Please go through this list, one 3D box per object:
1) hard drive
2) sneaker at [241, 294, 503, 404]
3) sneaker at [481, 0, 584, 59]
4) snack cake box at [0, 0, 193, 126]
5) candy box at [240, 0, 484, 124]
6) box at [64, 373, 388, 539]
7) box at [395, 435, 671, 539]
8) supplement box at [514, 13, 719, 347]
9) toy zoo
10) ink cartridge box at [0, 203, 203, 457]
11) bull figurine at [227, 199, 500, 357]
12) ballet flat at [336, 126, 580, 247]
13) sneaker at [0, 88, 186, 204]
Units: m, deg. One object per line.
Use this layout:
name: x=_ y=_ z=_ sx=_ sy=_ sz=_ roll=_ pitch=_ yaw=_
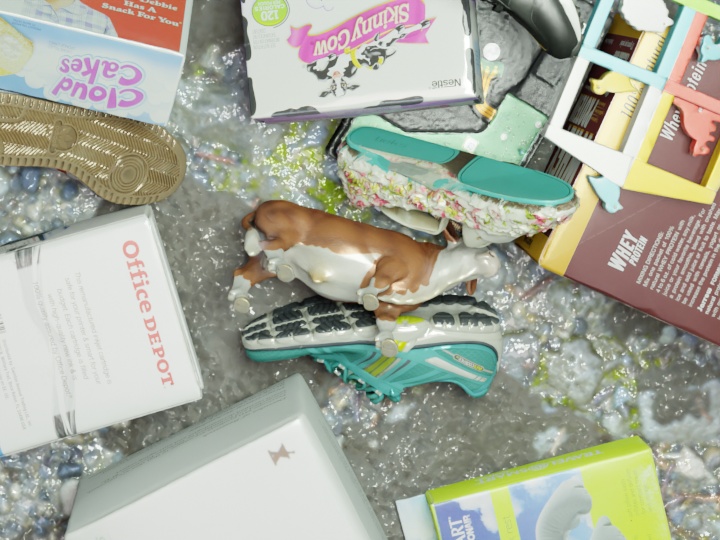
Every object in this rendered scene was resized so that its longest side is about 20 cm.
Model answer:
hard drive: x=0.081 y=-0.140 z=1.667 sx=0.140 sy=0.038 sz=0.200 roll=29 pitch=94 yaw=-7
sneaker: x=0.009 y=0.065 z=1.675 sx=0.200 sy=0.078 sz=0.080 roll=2 pitch=110 yaw=-3
sneaker: x=0.070 y=-0.215 z=1.531 sx=0.090 sy=0.070 sz=0.200 roll=-36 pitch=91 yaw=-5
snack cake box: x=-0.224 y=-0.183 z=1.589 sx=0.200 sy=0.115 sz=0.067 roll=13 pitch=127 yaw=-9
candy box: x=-0.002 y=-0.213 z=1.607 sx=0.167 sy=0.072 sz=0.200 roll=-5 pitch=90 yaw=7
box: x=-0.086 y=0.216 z=1.637 sx=0.200 sy=0.171 sz=0.199 roll=-27 pitch=99 yaw=0
box: x=0.139 y=0.213 z=1.716 sx=0.200 sy=0.048 sz=0.122 roll=-14 pitch=98 yaw=-3
supplement box: x=0.250 y=-0.061 z=1.641 sx=0.200 sy=0.133 sz=0.197 roll=23 pitch=96 yaw=-7
toy zoo: x=0.213 y=-0.134 z=1.550 sx=0.131 sy=0.020 sz=0.200 roll=21 pitch=95 yaw=-6
ink cartridge box: x=-0.232 y=0.048 z=1.647 sx=0.200 sy=0.086 sz=0.147 roll=-16 pitch=99 yaw=-3
bull figurine: x=0.000 y=0.000 z=1.636 sx=0.200 sy=0.121 sz=0.065 roll=12 pitch=122 yaw=12
ballet flat: x=0.070 y=-0.053 z=1.597 sx=0.200 sy=0.076 sz=0.064 roll=19 pitch=122 yaw=32
sneaker: x=-0.232 y=-0.105 z=1.643 sx=0.200 sy=0.112 sz=0.071 roll=15 pitch=98 yaw=-37
